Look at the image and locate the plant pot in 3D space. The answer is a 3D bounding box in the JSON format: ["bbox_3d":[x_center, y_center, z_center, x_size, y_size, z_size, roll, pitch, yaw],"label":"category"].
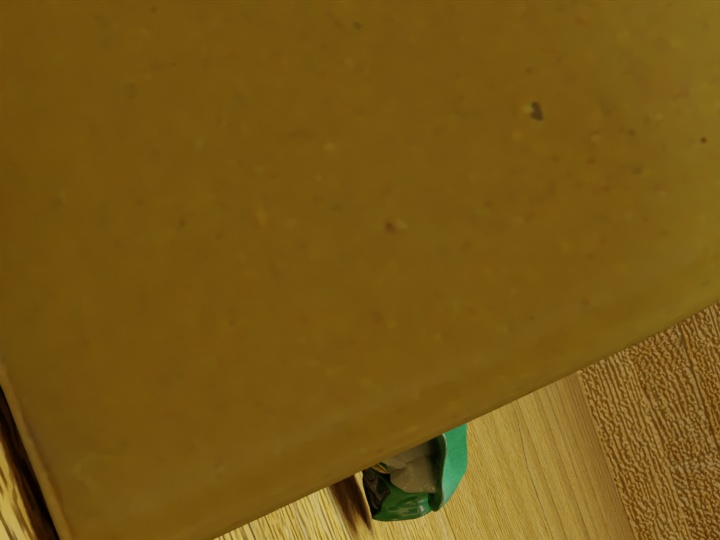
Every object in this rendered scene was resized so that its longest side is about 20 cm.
[{"bbox_3d":[0.024,-0.084,0.476,0.196,0.199,0.195,-71,142,-82],"label":"plant pot"}]

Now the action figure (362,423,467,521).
[{"bbox_3d":[0.000,0.000,0.713,0.118,0.054,0.201,-104,180,-48],"label":"action figure"}]
